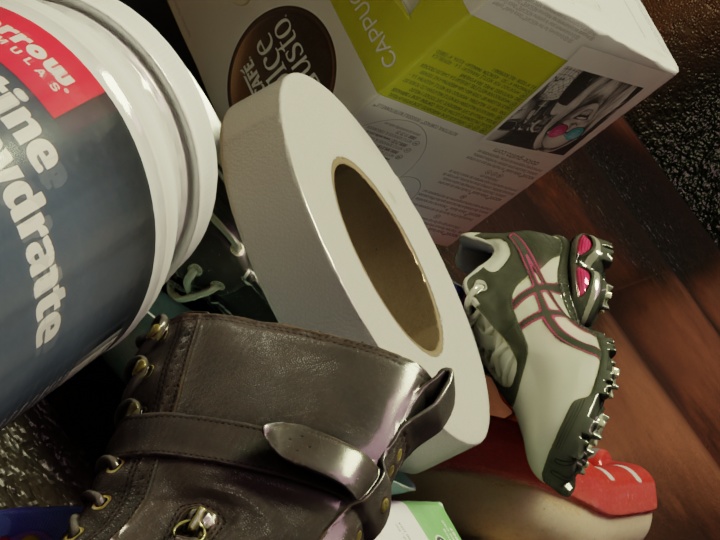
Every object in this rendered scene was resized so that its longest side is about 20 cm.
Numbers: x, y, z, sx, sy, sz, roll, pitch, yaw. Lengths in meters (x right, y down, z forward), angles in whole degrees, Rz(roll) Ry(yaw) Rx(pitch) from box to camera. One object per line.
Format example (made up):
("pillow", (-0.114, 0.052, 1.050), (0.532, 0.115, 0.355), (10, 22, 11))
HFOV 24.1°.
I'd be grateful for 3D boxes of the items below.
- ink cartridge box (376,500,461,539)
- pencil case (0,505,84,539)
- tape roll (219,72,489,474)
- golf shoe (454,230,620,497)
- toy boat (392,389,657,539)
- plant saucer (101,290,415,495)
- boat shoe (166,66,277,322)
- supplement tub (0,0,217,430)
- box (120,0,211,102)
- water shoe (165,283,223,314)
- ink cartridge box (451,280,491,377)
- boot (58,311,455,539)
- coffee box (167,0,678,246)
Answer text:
("ink cartridge box", (-0.002, 0.178, 0.720), (0.146, 0.087, 0.200), (59, 17, 21))
("pencil case", (-0.086, 0.171, 0.541), (0.087, 0.078, 0.201), (86, -17, -53))
("tape roll", (0.000, 0.000, 0.815), (0.203, 0.037, 0.203), (56, 16, -24))
("golf shoe", (0.089, 0.046, 0.903), (0.088, 0.078, 0.200), (14, 31, -3))
("toy boat", (0.099, 0.101, 0.996), (0.200, 0.130, 0.132), (13, 81, -65))
("plant saucer", (-0.065, 0.058, 0.797), (0.201, 0.039, 0.201), (36, -2, 1))
("boat shoe", (-0.077, -0.014, 0.850), (0.064, 0.071, 0.200), (-37, 93, -34))
("supplement tub", (-0.148, -0.012, 0.554), (0.141, 0.140, 0.200), (52, 35, -3))
("box", (-0.095, -0.149, 1.127), (0.200, 0.079, 0.141), (54, 20, 4))
("water shoe", (-0.091, -0.010, 0.920), (0.200, 0.071, 0.079), (52, 45, -6))
("ink cartridge box", (0.012, 0.004, 1.001), (0.099, 0.039, 0.200), (25, 5, -30))
("boot", (-0.078, 0.084, 0.521), (0.069, 0.199, 0.175), (89, 10, -47))
("coffee box", (0.027, -0.159, 1.008), (0.200, 0.198, 0.200), (11, 48, -52))
